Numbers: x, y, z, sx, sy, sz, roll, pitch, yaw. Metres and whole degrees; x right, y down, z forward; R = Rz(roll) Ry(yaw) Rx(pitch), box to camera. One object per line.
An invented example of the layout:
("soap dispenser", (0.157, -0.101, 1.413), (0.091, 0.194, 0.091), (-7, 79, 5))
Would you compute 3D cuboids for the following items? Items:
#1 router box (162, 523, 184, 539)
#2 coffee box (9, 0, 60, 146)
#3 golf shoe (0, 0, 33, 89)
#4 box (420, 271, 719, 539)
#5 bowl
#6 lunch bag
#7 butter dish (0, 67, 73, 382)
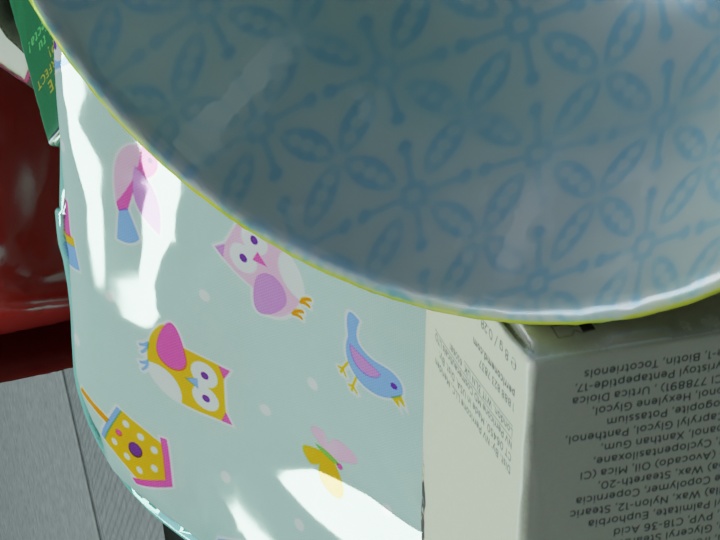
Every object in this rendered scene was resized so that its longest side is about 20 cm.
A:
("router box", (-0.022, 0.094, 0.990), (0.200, 0.052, 0.158), (146, 114, -72))
("coffee box", (-0.056, -0.118, 0.880), (0.044, 0.123, 0.200), (-49, 46, 38))
("golf shoe", (-0.077, -0.081, 0.906), (0.077, 0.200, 0.088), (-56, 27, 3))
("box", (0.059, 0.084, 0.662), (0.068, 0.082, 0.200), (-125, 32, -56))
("bowl", (0.032, -0.100, 0.572), (0.108, 0.200, 0.200), (-54, -23, -46))
("lunch bag", (0.000, 0.000, 0.750), (0.160, 0.077, 0.200), (25, 132, 32))
("butter dish", (-0.104, -0.059, 1.035), (0.148, 0.199, 0.201), (-1, 98, 50))
